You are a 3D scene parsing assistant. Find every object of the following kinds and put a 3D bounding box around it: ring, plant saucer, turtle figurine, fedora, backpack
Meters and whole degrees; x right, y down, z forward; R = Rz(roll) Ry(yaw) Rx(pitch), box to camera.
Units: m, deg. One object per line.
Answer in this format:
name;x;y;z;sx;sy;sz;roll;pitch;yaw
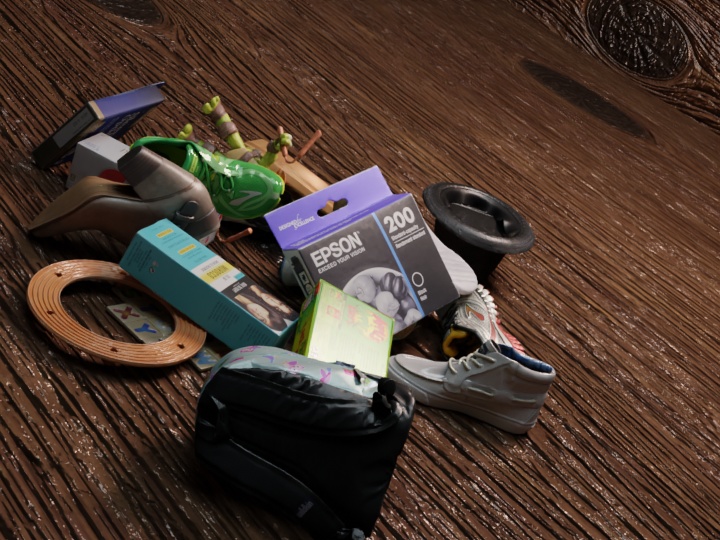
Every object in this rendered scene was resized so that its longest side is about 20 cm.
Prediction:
ring;-0.265;0.049;1.361;0.199;0.019;0.201;20;24;-9
plant saucer;-0.087;-0.123;1.754;0.200;0.038;0.200;37;-2;2
turtle figurine;-0.152;-0.149;1.639;0.161;0.200;0.064;46;17;6
fedora;0.163;-0.051;1.865;0.199;0.092;0.201;19;24;-9
backpack;-0.062;0.153;1.196;0.198;0.168;0.127;18;4;-2

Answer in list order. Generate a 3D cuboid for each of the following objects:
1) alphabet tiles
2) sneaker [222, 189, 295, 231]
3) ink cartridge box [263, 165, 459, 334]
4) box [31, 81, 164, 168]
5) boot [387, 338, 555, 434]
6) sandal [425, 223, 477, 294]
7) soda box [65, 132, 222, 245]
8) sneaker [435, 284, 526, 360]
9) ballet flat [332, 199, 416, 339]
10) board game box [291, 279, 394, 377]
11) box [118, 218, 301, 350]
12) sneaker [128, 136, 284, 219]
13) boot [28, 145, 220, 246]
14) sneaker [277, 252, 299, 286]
alphabet tiles;-0.187;0.057;1.440;0.166;0.006;0.199;38;28;30
sneaker;-0.184;-0.100;1.714;0.198;0.075;0.081;18;4;-8
ink cartridge box;0.006;-0.016;1.522;0.197;0.043;0.201;-28;89;-37
box;-0.345;-0.200;1.699;0.033;0.121;0.200;55;28;-2
boot;0.130;0.117;1.483;0.198;0.096;0.074;19;24;-8
sandal;0.066;-0.023;1.659;0.079;0.059;0.207;-15;52;-45
soda box;-0.276;-0.101;1.613;0.199;0.069;0.064;27;25;9
sneaker;0.137;0.074;1.602;0.082;0.078;0.200;7;28;-29
ballet flat;0.000;0.000;1.580;0.072;0.068;0.201;-22;85;-37
board game box;-0.024;0.107;1.357;0.101;0.048;0.201;29;35;-14
box;-0.168;0.024;1.413;0.199;0.049;0.082;35;20;5
sneaker;-0.192;-0.113;1.526;0.198;0.075;0.084;16;0;3
boot;-0.272;-0.054;1.486;0.146;0.199;0.071;50;19;-31
sneaker;-0.030;-0.012;1.638;0.072;0.073;0.199;23;20;35
